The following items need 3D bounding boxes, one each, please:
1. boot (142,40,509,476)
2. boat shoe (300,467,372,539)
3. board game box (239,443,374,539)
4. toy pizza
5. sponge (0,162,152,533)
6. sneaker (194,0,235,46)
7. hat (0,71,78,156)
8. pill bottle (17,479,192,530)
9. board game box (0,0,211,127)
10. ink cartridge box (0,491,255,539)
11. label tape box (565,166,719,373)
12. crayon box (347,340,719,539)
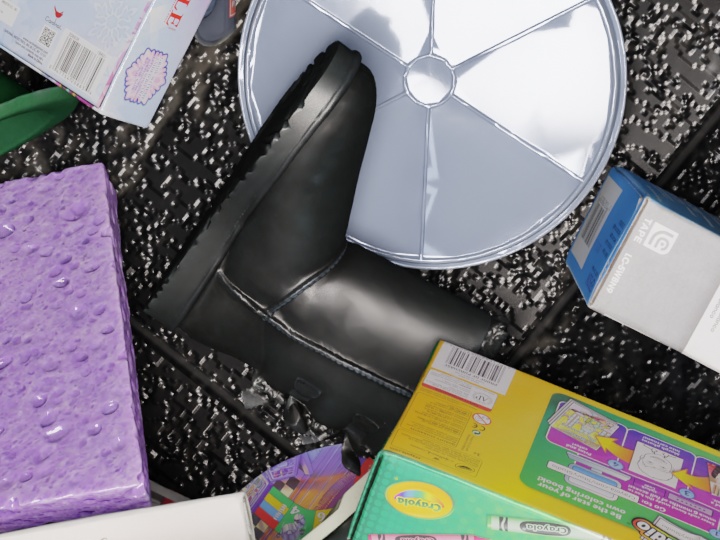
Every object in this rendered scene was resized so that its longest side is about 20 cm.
[{"bbox_3d":[0.000,0.000,1.168,0.162,0.073,0.198,32,119,-7],"label":"boot"},{"bbox_3d":[-0.020,0.168,1.121,0.066,0.199,0.075,42,140,9],"label":"boat shoe"},{"bbox_3d":[0.008,0.175,1.184,0.157,0.039,0.201,-7,66,-3],"label":"board game box"},{"bbox_3d":[0.037,-0.100,1.192,0.199,0.032,0.201,2,105,7],"label":"toy pizza"},{"bbox_3d":[-0.169,0.039,1.156,0.111,0.030,0.201,-12,53,2],"label":"sponge"},{"bbox_3d":[-0.079,-0.167,1.170,0.084,0.075,0.200,41,107,-4],"label":"sneaker"},{"bbox_3d":[-0.263,-0.119,1.140,0.199,0.166,0.177,-26,89,-7],"label":"hat"},{"bbox_3d":[-0.187,0.131,1.195,0.199,0.111,0.111,26,98,-3],"label":"pill bottle"},{"bbox_3d":[-0.135,-0.202,1.126,0.200,0.041,0.200,34,100,31],"label":"board game box"},{"bbox_3d":[-0.145,0.136,1.054,0.199,0.174,0.044,-9,81,-10],"label":"ink cartridge box"},{"bbox_3d":[0.207,0.025,1.156,0.199,0.144,0.063,27,98,-3],"label":"label tape box"},{"bbox_3d":[0.107,0.116,1.101,0.199,0.119,0.058,22,118,6],"label":"crayon box"}]
